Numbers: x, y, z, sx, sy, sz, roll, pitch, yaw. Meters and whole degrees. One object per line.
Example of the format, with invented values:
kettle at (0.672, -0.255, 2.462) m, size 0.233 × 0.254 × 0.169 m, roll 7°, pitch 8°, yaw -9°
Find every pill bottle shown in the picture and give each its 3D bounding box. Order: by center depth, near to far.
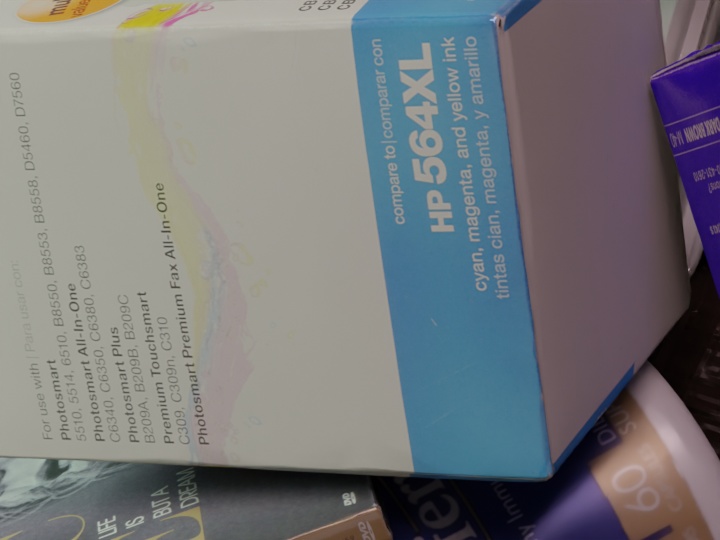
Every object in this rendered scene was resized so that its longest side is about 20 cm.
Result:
pill bottle at (0.007, 0.107, 0.854) m, size 0.199 × 0.116 × 0.116 m, roll -27°, pitch 56°, yaw -13°

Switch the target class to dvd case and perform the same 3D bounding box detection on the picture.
dvd case at (-0.094, 0.073, 0.846) m, size 0.199 × 0.016 × 0.149 m, roll -21°, pitch 23°, yaw 2°

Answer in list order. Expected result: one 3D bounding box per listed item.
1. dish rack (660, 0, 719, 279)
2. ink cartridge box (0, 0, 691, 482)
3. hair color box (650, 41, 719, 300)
dish rack at (0.040, -0.083, 0.937) m, size 0.171 × 0.044 × 0.201 m, roll 7°, pitch 62°, yaw 21°
ink cartridge box at (-0.026, -0.027, 0.824) m, size 0.199 × 0.126 × 0.129 m, roll 1°, pitch 21°, yaw 23°
hair color box at (0.164, 0.024, 0.804) m, size 0.109 × 0.065 × 0.201 m, roll -17°, pitch 89°, yaw -18°
